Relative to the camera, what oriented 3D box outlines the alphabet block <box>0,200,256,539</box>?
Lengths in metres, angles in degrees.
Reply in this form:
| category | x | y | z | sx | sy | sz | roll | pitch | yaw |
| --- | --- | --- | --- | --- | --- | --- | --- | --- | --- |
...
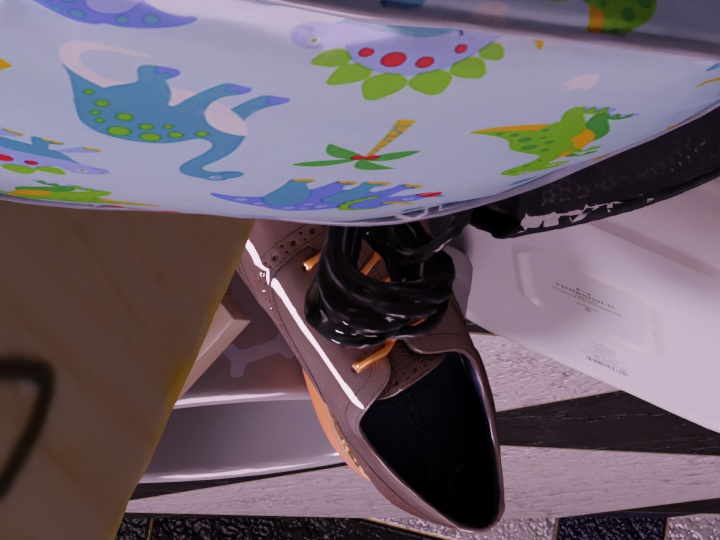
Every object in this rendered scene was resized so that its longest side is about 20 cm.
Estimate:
| category | x | y | z | sx | sy | sz | roll | pitch | yaw |
| --- | --- | --- | --- | --- | --- | --- | --- | --- | --- |
| alphabet block | -0.177 | 0.003 | 0.637 | 0.196 | 0.196 | 0.200 | -9 | 136 | 41 |

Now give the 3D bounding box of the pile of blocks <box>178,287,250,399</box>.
| category | x | y | z | sx | sy | sz | roll | pitch | yaw |
| --- | --- | --- | --- | --- | --- | --- | --- | --- | --- |
| pile of blocks | -0.136 | 0.036 | 0.905 | 0.200 | 0.082 | 0.062 | -22 | 166 | 26 |

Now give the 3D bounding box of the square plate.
| category | x | y | z | sx | sy | sz | roll | pitch | yaw |
| --- | --- | --- | --- | --- | --- | --- | --- | --- | --- |
| square plate | 0.091 | 0.002 | 1.012 | 0.200 | 0.028 | 0.198 | 24 | 161 | 17 |

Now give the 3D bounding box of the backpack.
| category | x | y | z | sx | sy | sz | roll | pitch | yaw |
| --- | --- | --- | --- | --- | --- | --- | --- | --- | --- |
| backpack | -0.025 | -0.085 | 0.508 | 0.182 | 0.148 | 0.200 | 4 | 172 | -21 |

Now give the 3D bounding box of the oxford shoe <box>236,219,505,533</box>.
| category | x | y | z | sx | sy | sz | roll | pitch | yaw |
| --- | --- | --- | --- | --- | --- | --- | --- | --- | --- |
| oxford shoe | 0.000 | 0.000 | 0.874 | 0.071 | 0.200 | 0.073 | -34 | -148 | -6 |

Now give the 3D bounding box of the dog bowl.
| category | x | y | z | sx | sy | sz | roll | pitch | yaw |
| --- | --- | --- | --- | --- | --- | --- | --- | --- | --- |
| dog bowl | -0.055 | 0.036 | 1.011 | 0.199 | 0.059 | 0.200 | -6 | 167 | -1 |

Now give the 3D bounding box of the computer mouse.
| category | x | y | z | sx | sy | sz | roll | pitch | yaw |
| --- | --- | --- | --- | --- | --- | --- | --- | --- | --- |
| computer mouse | 0.073 | -0.054 | 0.743 | 0.200 | 0.139 | 0.053 | -30 | 124 | 14 |
